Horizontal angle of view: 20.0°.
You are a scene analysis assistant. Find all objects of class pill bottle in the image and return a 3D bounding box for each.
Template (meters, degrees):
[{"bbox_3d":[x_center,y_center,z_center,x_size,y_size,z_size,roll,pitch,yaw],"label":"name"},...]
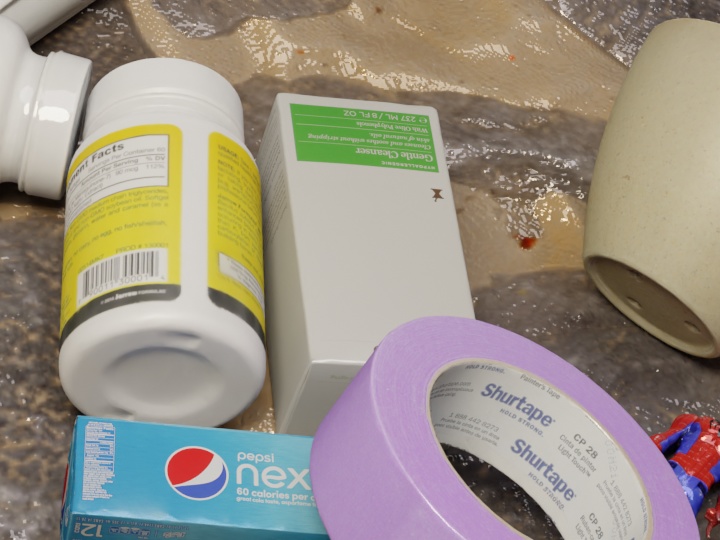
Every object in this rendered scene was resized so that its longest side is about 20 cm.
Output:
[{"bbox_3d":[-0.263,-0.105,1.188,0.199,0.113,0.113,13,50,-5],"label":"pill bottle"},{"bbox_3d":[-0.112,-0.017,1.161,0.114,0.114,0.201,6,51,-11],"label":"pill bottle"}]

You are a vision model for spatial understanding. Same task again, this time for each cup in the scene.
[{"bbox_3d":[0.217,-0.033,1.238,0.200,0.200,0.143,35,76,13],"label":"cup"}]

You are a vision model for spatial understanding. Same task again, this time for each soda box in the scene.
[{"bbox_3d":[-0.058,0.130,1.088,0.199,0.068,0.064,7,49,-11],"label":"soda box"}]

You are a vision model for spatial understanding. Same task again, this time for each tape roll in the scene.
[{"bbox_3d":[0.075,0.117,1.042,0.199,0.066,0.200,25,32,-17],"label":"tape roll"}]

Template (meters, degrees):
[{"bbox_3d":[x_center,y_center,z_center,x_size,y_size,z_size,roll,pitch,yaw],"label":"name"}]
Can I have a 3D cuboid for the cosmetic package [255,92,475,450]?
[{"bbox_3d":[0.000,0.000,1.199,0.107,0.085,0.201,3,50,-17],"label":"cosmetic package"}]

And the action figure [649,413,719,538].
[{"bbox_3d":[0.179,0.131,1.173,0.065,0.052,0.200,33,49,18],"label":"action figure"}]

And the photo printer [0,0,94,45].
[{"bbox_3d":[-0.247,-0.218,1.311,0.166,0.070,0.200,37,52,14],"label":"photo printer"}]
